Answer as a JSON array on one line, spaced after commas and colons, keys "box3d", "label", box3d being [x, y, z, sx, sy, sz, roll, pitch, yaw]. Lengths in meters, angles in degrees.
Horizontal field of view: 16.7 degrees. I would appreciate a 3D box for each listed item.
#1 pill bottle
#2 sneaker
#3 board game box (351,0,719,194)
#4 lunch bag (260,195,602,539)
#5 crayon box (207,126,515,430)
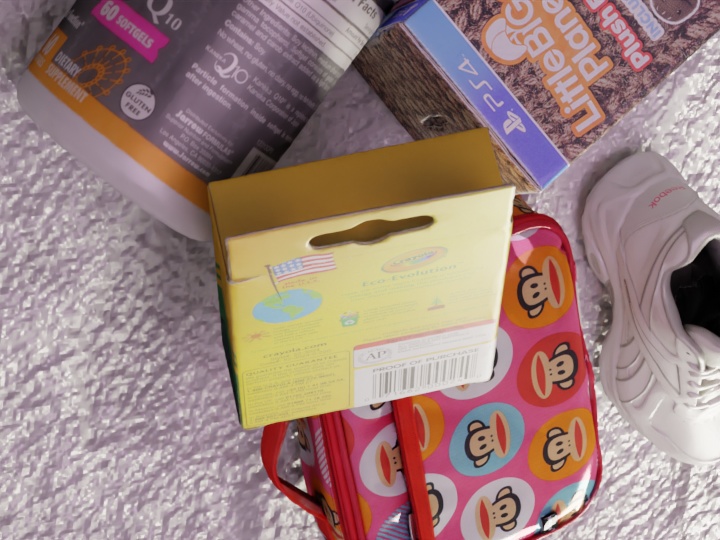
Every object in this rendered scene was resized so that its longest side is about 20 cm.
[{"box3d": [-0.052, -0.122, 1.084, 0.116, 0.116, 0.201, 35, 93, -39], "label": "pill bottle"}, {"box3d": [0.179, 0.039, 1.324, 0.078, 0.099, 0.201, -31, 127, -14], "label": "sneaker"}, {"box3d": [0.106, -0.135, 1.133, 0.200, 0.159, 0.097, -42, 97, -6], "label": "board game box"}, {"box3d": [0.030, 0.064, 1.262, 0.175, 0.082, 0.201, -22, 122, -17], "label": "lunch bag"}, {"box3d": [0.000, 0.000, 1.082, 0.126, 0.051, 0.200, -11, 156, -6], "label": "crayon box"}]
